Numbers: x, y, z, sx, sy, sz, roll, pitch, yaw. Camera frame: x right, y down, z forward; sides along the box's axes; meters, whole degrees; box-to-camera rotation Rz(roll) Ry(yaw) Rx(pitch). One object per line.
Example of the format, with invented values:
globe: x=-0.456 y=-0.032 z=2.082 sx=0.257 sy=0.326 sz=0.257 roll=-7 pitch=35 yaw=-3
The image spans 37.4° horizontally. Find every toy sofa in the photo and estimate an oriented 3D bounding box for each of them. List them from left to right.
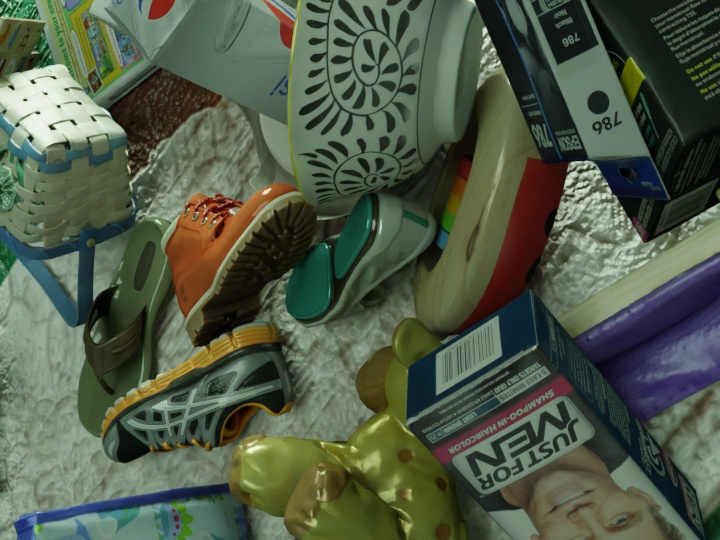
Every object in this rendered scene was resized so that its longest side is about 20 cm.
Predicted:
toy sofa: x=0.190 y=0.042 z=0.699 sx=0.199 sy=0.082 sz=0.099 roll=-34 pitch=67 yaw=23

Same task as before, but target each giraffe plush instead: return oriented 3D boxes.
giraffe plush: x=0.028 y=0.120 z=0.752 sx=0.197 sy=0.172 sz=0.165 roll=21 pitch=84 yaw=26

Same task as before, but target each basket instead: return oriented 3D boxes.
basket: x=-0.292 y=-0.071 z=0.977 sx=0.176 sy=0.138 sz=0.202 roll=41 pitch=137 yaw=30

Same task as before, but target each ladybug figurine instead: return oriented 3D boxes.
ladybug figurine: x=0.093 y=-0.040 z=0.752 sx=0.071 sy=0.136 sz=0.203 roll=15 pitch=112 yaw=-10

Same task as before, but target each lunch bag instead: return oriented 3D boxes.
lunch bag: x=-0.174 y=0.264 z=0.818 sx=0.126 sy=0.199 sz=0.173 roll=-22 pitch=74 yaw=25

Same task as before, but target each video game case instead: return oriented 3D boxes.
video game case: x=-0.238 y=-0.272 z=1.028 sx=0.180 sy=0.022 sz=0.203 roll=-30 pitch=71 yaw=24

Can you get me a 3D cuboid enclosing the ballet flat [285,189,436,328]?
ballet flat: x=0.000 y=0.000 z=0.809 sx=0.200 sy=0.068 sz=0.071 roll=-43 pitch=58 yaw=60

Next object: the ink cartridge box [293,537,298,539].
ink cartridge box: x=-0.017 y=0.312 z=0.745 sx=0.198 sy=0.047 sz=0.198 roll=29 pitch=65 yaw=28

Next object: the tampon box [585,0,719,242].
tampon box: x=0.188 y=-0.153 z=0.667 sx=0.125 sy=0.150 sz=0.202 roll=-27 pitch=69 yaw=-3

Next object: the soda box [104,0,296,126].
soda box: x=-0.081 y=-0.160 z=0.749 sx=0.068 sy=0.199 sz=0.064 roll=-49 pitch=63 yaw=14

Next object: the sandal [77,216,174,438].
sandal: x=-0.219 y=0.048 z=0.954 sx=0.079 sy=0.057 sz=0.205 roll=16 pitch=92 yaw=31

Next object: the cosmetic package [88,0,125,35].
cosmetic package: x=-0.132 y=-0.284 z=0.933 sx=0.149 sy=0.052 sz=0.203 roll=26 pitch=92 yaw=22

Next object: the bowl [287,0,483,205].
bowl: x=0.027 y=-0.136 z=0.701 sx=0.092 sy=0.201 sz=0.205 roll=10 pitch=89 yaw=14

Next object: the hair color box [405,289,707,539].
hair color box: x=0.125 y=0.120 z=0.670 sx=0.099 sy=0.200 sz=0.061 roll=-33 pitch=24 yaw=22

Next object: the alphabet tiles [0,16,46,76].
alphabet tiles: x=-0.348 y=-0.158 z=0.991 sx=0.006 sy=0.200 sz=0.168 roll=28 pitch=100 yaw=-7

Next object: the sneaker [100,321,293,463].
sneaker: x=-0.139 y=0.119 z=0.890 sx=0.198 sy=0.078 sz=0.078 roll=-33 pitch=78 yaw=24

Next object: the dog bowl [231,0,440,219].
dog bowl: x=-0.013 y=-0.137 z=0.856 sx=0.197 sy=0.058 sz=0.205 roll=-4 pitch=82 yaw=31

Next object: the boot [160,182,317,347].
boot: x=-0.107 y=-0.029 z=0.852 sx=0.200 sy=0.074 sz=0.109 roll=-44 pitch=64 yaw=47

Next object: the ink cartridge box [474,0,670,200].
ink cartridge box: x=0.113 y=-0.126 z=0.631 sx=0.039 sy=0.099 sz=0.203 roll=-26 pitch=96 yaw=-3
